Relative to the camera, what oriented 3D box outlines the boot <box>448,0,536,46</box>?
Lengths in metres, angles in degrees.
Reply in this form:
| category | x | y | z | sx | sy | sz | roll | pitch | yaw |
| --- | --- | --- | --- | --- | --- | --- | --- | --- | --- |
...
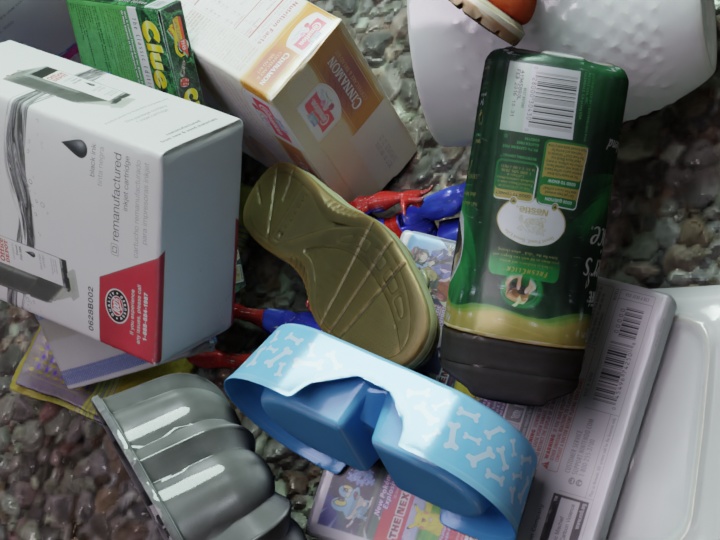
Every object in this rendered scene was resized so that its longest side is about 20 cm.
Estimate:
| category | x | y | z | sx | sy | sz | roll | pitch | yaw |
| --- | --- | --- | --- | --- | --- | --- | --- | --- | --- |
| boot | 0.068 | -0.219 | 1.254 | 0.107 | 0.075 | 0.201 | -40 | 49 | 20 |

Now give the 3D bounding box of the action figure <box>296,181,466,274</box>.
| category | x | y | z | sx | sy | sz | roll | pitch | yaw |
| --- | --- | --- | --- | --- | --- | --- | --- | --- | --- |
| action figure | 0.045 | -0.029 | 1.420 | 0.199 | 0.066 | 0.052 | -16 | 27 | 24 |

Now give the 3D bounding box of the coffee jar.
| category | x | y | z | sx | sy | sz | roll | pitch | yaw |
| --- | --- | --- | --- | --- | --- | --- | --- | --- | --- |
| coffee jar | 0.098 | -0.024 | 1.264 | 0.085 | 0.104 | 0.201 | 9 | 93 | 1 |

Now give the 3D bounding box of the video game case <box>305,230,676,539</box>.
| category | x | y | z | sx | sy | sz | roll | pitch | yaw |
| --- | --- | --- | --- | --- | --- | --- | --- | --- | --- |
| video game case | 0.078 | 0.089 | 1.329 | 0.181 | 0.023 | 0.201 | 14 | 80 | 24 |

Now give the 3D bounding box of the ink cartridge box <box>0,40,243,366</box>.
| category | x | y | z | sx | sy | sz | roll | pitch | yaw |
| --- | --- | --- | --- | --- | --- | --- | --- | --- | --- |
| ink cartridge box | -0.178 | -0.046 | 1.390 | 0.199 | 0.083 | 0.148 | 20 | 119 | 30 |

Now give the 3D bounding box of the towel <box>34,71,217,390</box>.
| category | x | y | z | sx | sy | sz | roll | pitch | yaw |
| --- | --- | --- | --- | --- | --- | --- | --- | --- | --- |
| towel | -0.182 | -0.023 | 1.471 | 0.146 | 0.024 | 0.201 | -18 | 96 | 40 |

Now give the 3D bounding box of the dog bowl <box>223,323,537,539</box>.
| category | x | y | z | sx | sy | sz | roll | pitch | yaw |
| --- | --- | --- | --- | --- | --- | --- | --- | --- | --- |
| dog bowl | 0.015 | 0.091 | 1.284 | 0.199 | 0.112 | 0.050 | 22 | 69 | 26 |

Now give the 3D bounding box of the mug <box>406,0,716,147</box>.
| category | x | y | z | sx | sy | sz | roll | pitch | yaw |
| --- | --- | --- | --- | --- | --- | --- | --- | --- | --- |
| mug | 0.125 | -0.179 | 1.356 | 0.174 | 0.201 | 0.148 | -4 | 34 | 15 |

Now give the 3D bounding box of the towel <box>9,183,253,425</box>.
| category | x | y | z | sx | sy | sz | roll | pitch | yaw |
| --- | --- | --- | --- | --- | --- | --- | --- | --- | --- |
| towel | -0.158 | 0.015 | 1.544 | 0.143 | 0.023 | 0.201 | 21 | 83 | 35 |

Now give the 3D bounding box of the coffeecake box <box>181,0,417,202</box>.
| category | x | y | z | sx | sy | sz | roll | pitch | yaw |
| --- | --- | --- | --- | --- | --- | --- | --- | --- | --- |
| coffeecake box | -0.076 | -0.138 | 1.470 | 0.200 | 0.154 | 0.073 | 34 | 77 | 34 |

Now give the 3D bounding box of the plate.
| category | x | y | z | sx | sy | sz | roll | pitch | yaw |
| --- | --- | --- | --- | --- | --- | --- | --- | --- | --- |
| plate | 0.144 | 0.101 | 1.333 | 0.199 | 0.032 | 0.201 | -1 | 72 | 30 |

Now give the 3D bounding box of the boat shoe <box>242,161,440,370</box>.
| category | x | y | z | sx | sy | sz | roll | pitch | yaw |
| --- | --- | --- | --- | --- | --- | --- | --- | --- | --- |
| boat shoe | -0.002 | 0.002 | 1.354 | 0.073 | 0.063 | 0.201 | -56 | 42 | 6 |

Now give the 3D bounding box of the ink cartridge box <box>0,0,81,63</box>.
| category | x | y | z | sx | sy | sz | roll | pitch | yaw |
| --- | --- | --- | --- | --- | --- | --- | --- | --- | --- |
| ink cartridge box | -0.233 | -0.202 | 1.562 | 0.084 | 0.200 | 0.145 | -36 | 58 | 13 |

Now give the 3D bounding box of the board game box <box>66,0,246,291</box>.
| category | x | y | z | sx | sy | sz | roll | pitch | yaw |
| --- | --- | --- | --- | --- | --- | --- | --- | --- | --- |
| board game box | -0.135 | -0.084 | 1.444 | 0.023 | 0.201 | 0.104 | -28 | 29 | -34 |

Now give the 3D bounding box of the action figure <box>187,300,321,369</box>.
| category | x | y | z | sx | sy | sz | roll | pitch | yaw |
| --- | --- | --- | --- | --- | --- | --- | --- | --- | --- |
| action figure | -0.023 | 0.053 | 1.431 | 0.199 | 0.052 | 0.066 | 10 | 72 | 30 |

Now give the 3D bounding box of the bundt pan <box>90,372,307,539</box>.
| category | x | y | z | sx | sy | sz | roll | pitch | yaw |
| --- | --- | --- | --- | --- | --- | --- | --- | --- | --- |
| bundt pan | -0.088 | 0.148 | 1.357 | 0.075 | 0.202 | 0.202 | -30 | 57 | -9 |
